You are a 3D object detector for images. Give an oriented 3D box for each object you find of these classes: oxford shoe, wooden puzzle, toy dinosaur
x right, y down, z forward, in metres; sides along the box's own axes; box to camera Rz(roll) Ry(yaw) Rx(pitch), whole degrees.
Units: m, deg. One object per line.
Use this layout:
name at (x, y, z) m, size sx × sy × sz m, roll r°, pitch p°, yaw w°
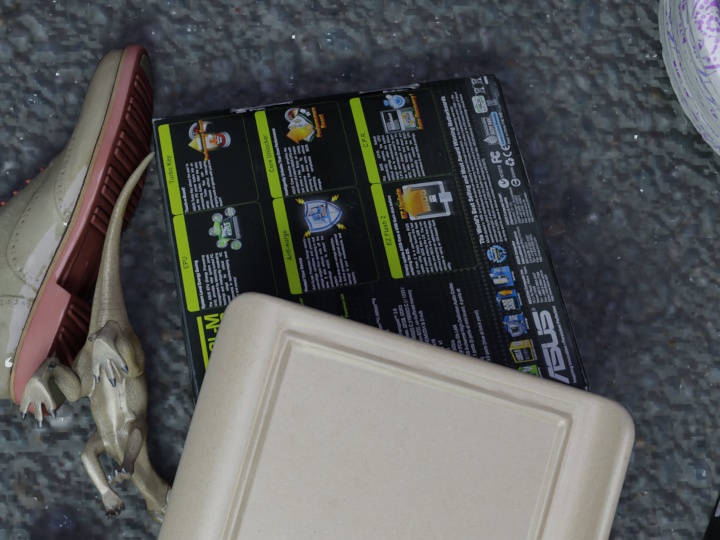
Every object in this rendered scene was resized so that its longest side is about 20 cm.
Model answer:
oxford shoe at (-0.162, -0.030, 0.874) m, size 0.074 × 0.071 × 0.202 m, roll 14°, pitch 72°, yaw 11°
wooden puzzle at (0.009, 0.125, 0.781) m, size 0.198 × 0.037 × 0.187 m, roll 16°, pitch 86°, yaw -3°
toy dinosaur at (-0.125, 0.047, 0.845) m, size 0.058 × 0.101 × 0.202 m, roll -7°, pitch 96°, yaw 13°

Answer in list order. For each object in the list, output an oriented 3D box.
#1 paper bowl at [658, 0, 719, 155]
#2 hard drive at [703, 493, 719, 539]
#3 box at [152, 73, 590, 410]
paper bowl at (0.260, -0.134, 0.919) m, size 0.198 × 0.104 × 0.203 m, roll 1°, pitch 80°, yaw -7°
hard drive at (0.299, 0.124, 0.912) m, size 0.198 × 0.038 × 0.141 m, roll 24°, pitch 79°, yaw -2°
box at (0.000, 0.000, 0.865) m, size 0.191 × 0.048 × 0.202 m, roll -10°, pitch 60°, yaw -7°
